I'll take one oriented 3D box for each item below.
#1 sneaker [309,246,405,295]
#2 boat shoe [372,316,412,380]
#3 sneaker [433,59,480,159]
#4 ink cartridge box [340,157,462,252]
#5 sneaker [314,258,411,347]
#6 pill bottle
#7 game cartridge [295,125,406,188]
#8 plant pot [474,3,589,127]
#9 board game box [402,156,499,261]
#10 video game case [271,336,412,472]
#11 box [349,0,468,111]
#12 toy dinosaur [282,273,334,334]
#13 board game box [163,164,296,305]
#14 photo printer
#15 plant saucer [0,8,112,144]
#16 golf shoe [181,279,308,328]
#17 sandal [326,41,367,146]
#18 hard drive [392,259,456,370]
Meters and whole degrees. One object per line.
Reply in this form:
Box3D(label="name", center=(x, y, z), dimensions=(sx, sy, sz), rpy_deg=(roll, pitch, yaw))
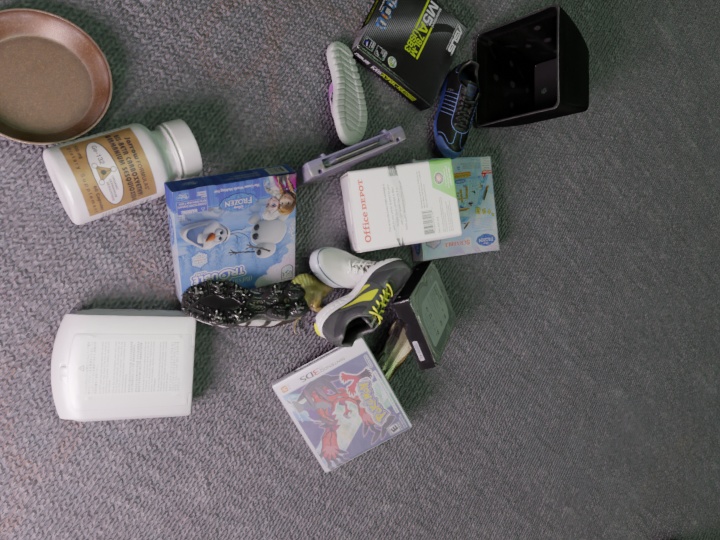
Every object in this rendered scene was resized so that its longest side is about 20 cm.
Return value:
Box3D(label="sneaker", center=(0.000, 0.000, 1.078), dimensions=(0.200, 0.071, 0.073), rpy_deg=(19, 63, -40))
Box3D(label="boat shoe", center=(0.035, 0.177, 1.124), dimensions=(0.065, 0.073, 0.200), rpy_deg=(37, 79, 2))
Box3D(label="sneaker", center=(0.197, -0.325, 1.189), dimensions=(0.070, 0.078, 0.201), rpy_deg=(12, 73, -24))
Box3D(label="ink cartridge box", center=(0.073, -0.119, 1.105), dimensions=(0.199, 0.084, 0.146), rpy_deg=(-9, 94, -12))
Box3D(label="sneaker", center=(0.019, 0.062, 1.019), dimensions=(0.200, 0.085, 0.075), rpy_deg=(-41, 131, -7))
Box3D(label="pill bottle", center=(-0.345, -0.154, 0.883), dimensions=(0.200, 0.114, 0.115), rpy_deg=(-26, 102, -27))
Box3D(label="game cartridge", center=(-0.031, -0.196, 1.049), dimensions=(0.200, 0.130, 0.038), rpy_deg=(-27, 100, -27))
Box3D(label="plant pot", center=(0.374, -0.404, 1.248), dimensions=(0.177, 0.200, 0.200), rpy_deg=(0, 90, -40))
Box3D(label="board game box", center=(0.188, -0.129, 1.220), dimensions=(0.200, 0.041, 0.200), rpy_deg=(-7, 93, -28))
Box3D(label="video game case", center=(-0.031, 0.240, 1.064), dimensions=(0.182, 0.023, 0.200), rpy_deg=(-29, 105, 1))
Box3D(label="box", center=(0.098, -0.452, 1.170), dimensions=(0.193, 0.047, 0.200), rpy_deg=(31, 76, -23))
Box3D(label="toy dinosaur", center=(-0.082, 0.051, 1.060), dimensions=(0.200, 0.058, 0.101), rpy_deg=(-20, 98, -28))
Box3D(label="board game box", center=(-0.200, -0.057, 0.954), dimensions=(0.200, 0.043, 0.199), rpy_deg=(-15, 127, -28))
Box3D(label="photo printer", center=(-0.355, 0.142, 0.901), dimensions=(0.200, 0.069, 0.167), rpy_deg=(3, 88, -28))
Box3D(label="plant saucer", center=(-0.463, -0.271, 0.852), dimensions=(0.200, 0.037, 0.201), rpy_deg=(5, 79, -26))
Box3D(label="golf shoe", center=(-0.187, 0.066, 0.963), dimensions=(0.199, 0.095, 0.078), rpy_deg=(4, 66, -15))
Box3D(label="sandal", center=(-0.032, -0.320, 1.099), dimensions=(0.082, 0.050, 0.203), rpy_deg=(7, 73, -43))
Box3D(label="hard drive", center=(0.127, 0.078, 1.124), dimensions=(0.140, 0.038, 0.200), rpy_deg=(67, 25, -12))
